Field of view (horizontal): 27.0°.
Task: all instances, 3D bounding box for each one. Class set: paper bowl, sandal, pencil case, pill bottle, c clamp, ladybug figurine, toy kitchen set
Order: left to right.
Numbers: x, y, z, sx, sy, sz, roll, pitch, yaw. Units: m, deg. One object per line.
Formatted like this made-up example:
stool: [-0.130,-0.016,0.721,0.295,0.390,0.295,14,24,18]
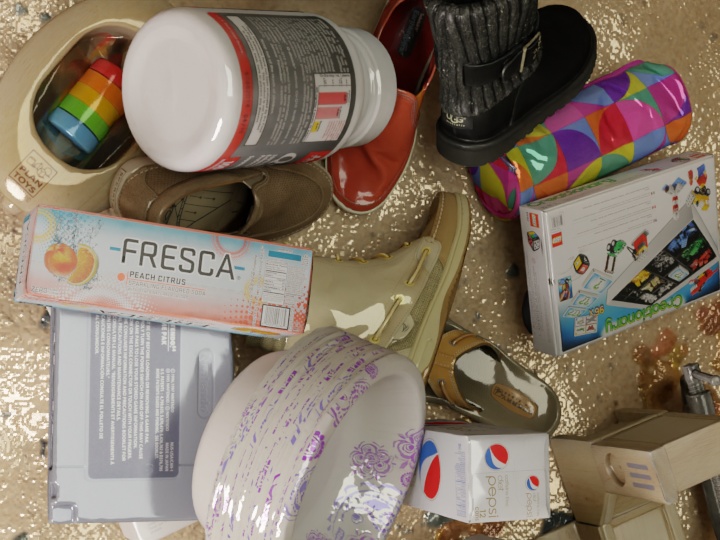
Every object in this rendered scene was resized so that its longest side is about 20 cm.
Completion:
ladybug figurine: [-0.206,-0.121,1.139,0.136,0.072,0.200,45,73,-14]
pill bottle: [-0.069,-0.135,1.118,0.199,0.115,0.117,-9,90,-50]
paper bowl: [-0.044,0.138,1.069,0.104,0.201,0.201,21,77,23]
sandal: [0.084,0.085,1.240,0.199,0.054,0.081,27,78,-11]
pencil case: [0.184,-0.114,1.277,0.199,0.088,0.089,-24,95,-21]
toy kitchen set: [0.217,0.235,1.216,0.162,0.180,0.201,-20,93,-19]
c clamp: [0.296,0.168,1.264,0.027,0.171,0.201,-15,98,3]

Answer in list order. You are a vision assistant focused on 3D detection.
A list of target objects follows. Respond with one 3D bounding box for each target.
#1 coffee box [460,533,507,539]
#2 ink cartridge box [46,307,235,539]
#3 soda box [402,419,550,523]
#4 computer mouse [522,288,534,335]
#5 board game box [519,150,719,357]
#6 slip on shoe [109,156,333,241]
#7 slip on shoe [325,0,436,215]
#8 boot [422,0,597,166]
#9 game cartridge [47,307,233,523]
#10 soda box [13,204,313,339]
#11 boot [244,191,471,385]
coffee box: [0.076,0.335,1.148,0.197,0.200,0.201,-17,92,-20]
ink cartridge box: [-0.159,0.092,1.147,0.116,0.067,0.201,-23,96,-21]
soda box: [0.073,0.151,1.157,0.068,0.200,0.064,0,88,-19]
computer mouse: [0.210,-0.007,1.310,0.200,0.034,0.059,-33,113,-26]
board game box: [0.225,-0.017,1.274,0.199,0.035,0.127,-18,109,-31]
slip on shoe: [-0.094,-0.052,1.150,0.199,0.061,0.076,3,111,-43]
slip on shoe: [0.021,-0.139,1.207,0.074,0.061,0.201,21,102,-2]
boot: [0.127,-0.197,1.199,0.211,0.079,0.158,-49,145,-38]
game cartridge: [-0.159,0.081,1.092,0.132,0.041,0.201,2,85,-16]
soda box: [-0.137,0.003,1.052,0.199,0.068,0.064,10,81,-20]
boot: [0.000,0.000,1.204,0.155,0.073,0.201,18,58,1]
